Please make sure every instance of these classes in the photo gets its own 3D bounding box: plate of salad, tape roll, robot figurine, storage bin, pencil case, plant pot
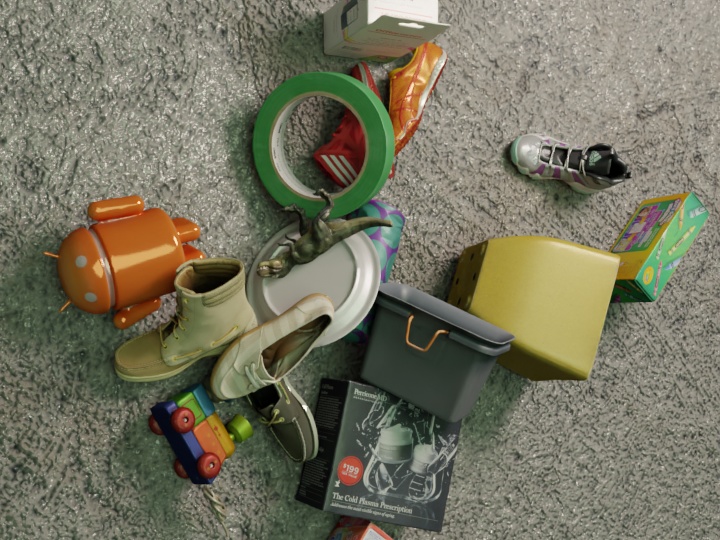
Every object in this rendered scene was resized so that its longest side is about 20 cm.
[{"bbox_3d":[-0.065,0.018,1.349,0.201,0.198,0.048,-61,153,-15],"label":"plate of salad"},{"bbox_3d":[-0.052,-0.175,1.345,0.198,0.048,0.203,3,102,16],"label":"tape roll"},{"bbox_3d":[-0.303,-0.011,1.245,0.198,0.145,0.117,-18,59,-26],"label":"robot figurine"},{"bbox_3d":[0.095,0.119,1.343,0.145,0.198,0.136,-4,116,-67],"label":"storage bin"},{"bbox_3d":[0.000,0.000,1.410,0.085,0.091,0.202,44,61,-64],"label":"pencil case"},{"bbox_3d":[0.245,0.045,1.478,0.198,0.195,0.196,20,79,-11],"label":"plant pot"}]

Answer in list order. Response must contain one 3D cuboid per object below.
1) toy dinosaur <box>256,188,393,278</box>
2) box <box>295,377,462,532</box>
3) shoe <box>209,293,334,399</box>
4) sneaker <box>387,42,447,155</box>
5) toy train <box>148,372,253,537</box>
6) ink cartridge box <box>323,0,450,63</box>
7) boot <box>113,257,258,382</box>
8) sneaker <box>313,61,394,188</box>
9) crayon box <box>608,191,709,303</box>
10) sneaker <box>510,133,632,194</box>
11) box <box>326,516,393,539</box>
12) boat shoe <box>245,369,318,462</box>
[{"bbox_3d":[-0.060,-0.060,1.323,0.198,0.047,0.089,-24,89,9],"label":"toy dinosaur"},{"bbox_3d":[0.029,0.267,1.399,0.198,0.104,0.185,16,79,-25],"label":"box"},{"bbox_3d":[-0.115,0.105,1.263,0.199,0.053,0.070,-39,120,2],"label":"shoe"},{"bbox_3d":[0.066,-0.261,1.476,0.076,0.073,0.202,23,74,1],"label":"sneaker"},{"bbox_3d":[-0.191,0.245,1.313,0.115,0.084,0.202,-36,103,-37],"label":"toy train"},{"bbox_3d":[0.036,-0.361,1.382,0.116,0.199,0.068,2,86,-26],"label":"ink cartridge box"},{"bbox_3d":[-0.234,0.063,1.240,0.198,0.156,0.073,-16,55,-9],"label":"boot"},{"bbox_3d":[-0.022,-0.212,1.415,0.114,0.079,0.202,-15,59,10],"label":"sneaker"},{"bbox_3d":[0.490,-0.038,1.631,0.058,0.118,0.201,44,71,-17],"label":"crayon box"},{"bbox_3d":[0.354,-0.183,1.560,0.198,0.140,0.079,12,83,-25],"label":"sneaker"},{"bbox_3d":[0.038,0.454,1.399,0.200,0.094,0.103,41,71,-19],"label":"box"},{"bbox_3d":[-0.124,0.181,1.339,0.060,0.072,0.204,-29,95,-55],"label":"boat shoe"}]
